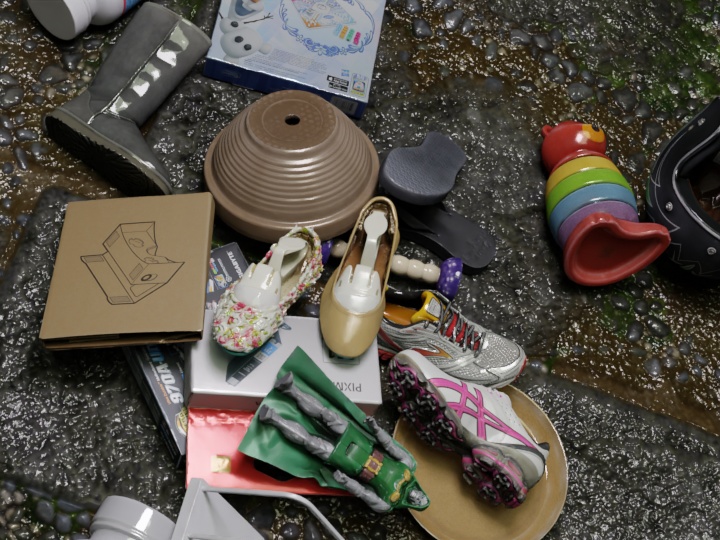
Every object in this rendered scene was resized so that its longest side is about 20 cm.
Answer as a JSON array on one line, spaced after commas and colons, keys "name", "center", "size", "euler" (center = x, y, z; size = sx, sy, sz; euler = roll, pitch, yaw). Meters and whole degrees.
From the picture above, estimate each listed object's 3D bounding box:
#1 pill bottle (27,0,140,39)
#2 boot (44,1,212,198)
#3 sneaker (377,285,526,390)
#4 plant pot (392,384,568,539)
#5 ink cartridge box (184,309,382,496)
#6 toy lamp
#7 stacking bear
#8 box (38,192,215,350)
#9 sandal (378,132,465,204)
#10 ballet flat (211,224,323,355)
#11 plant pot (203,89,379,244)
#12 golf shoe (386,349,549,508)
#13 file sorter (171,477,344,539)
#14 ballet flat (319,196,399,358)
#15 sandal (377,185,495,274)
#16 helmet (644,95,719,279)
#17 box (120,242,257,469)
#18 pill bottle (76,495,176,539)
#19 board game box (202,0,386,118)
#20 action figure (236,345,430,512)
[{"name": "pill bottle", "center": [-0.290, -0.357, 1.569], "size": [0.108, 0.109, 0.200], "euler": [40, 60, 7]}, {"name": "boot", "center": [-0.233, -0.191, 1.522], "size": [0.181, 0.073, 0.200], "euler": [37, 59, 5]}, {"name": "sneaker", "center": [0.083, 0.071, 1.449], "size": [0.198, 0.083, 0.078], "euler": [17, 48, 4]}, {"name": "plant pot", "center": [0.125, 0.209, 1.442], "size": [0.197, 0.028, 0.202], "euler": [6, 62, -12]}, {"name": "ink cartridge box", "center": [-0.077, 0.133, 1.361], "size": [0.197, 0.045, 0.178], "euler": [5, 61, -16]}, {"name": "toy lamp", "center": [0.014, -0.016, 1.510], "size": [0.198, 0.058, 0.059], "euler": [13, 60, -10]}, {"name": "stacking bear", "center": [0.268, -0.094, 1.595], "size": [0.120, 0.114, 0.202], "euler": [9, 49, -26]}, {"name": "box", "center": [-0.235, -0.003, 1.392], "size": [0.161, 0.021, 0.201], "euler": [-4, 44, 3]}, {"name": "sandal", "center": [0.072, -0.107, 1.538], "size": [0.076, 0.043, 0.200], "euler": [40, 25, 8]}, {"name": "ballet flat", "center": [-0.094, 0.011, 1.372], "size": [0.075, 0.065, 0.200], "euler": [19, 32, 10]}, {"name": "plant pot", "center": [-0.076, -0.131, 1.491], "size": [0.198, 0.093, 0.202], "euler": [1, 49, -2]}, {"name": "golf shoe", "center": [0.112, 0.152, 1.415], "size": [0.200, 0.073, 0.092], "euler": [45, 54, -2]}, {"name": "file sorter", "center": [-0.101, 0.313, 1.232], "size": [0.123, 0.139, 0.202], "euler": [-1, 56, 25]}, {"name": "ballet flat", "center": [0.000, 0.000, 1.408], "size": [0.068, 0.063, 0.201], "euler": [12, 46, 0]}, {"name": "sandal", "center": [0.068, -0.067, 1.560], "size": [0.198, 0.043, 0.077], "euler": [25, 59, -3]}, {"name": "helmet", "center": [0.427, -0.087, 1.587], "size": [0.199, 0.200, 0.192], "euler": [32, 100, 2]}, {"name": "box", "center": [-0.160, 0.085, 1.412], "size": [0.158, 0.046, 0.201], "euler": [-21, 71, -25]}, {"name": "pill bottle", "center": [-0.240, 0.315, 1.227], "size": [0.119, 0.120, 0.201], "euler": [27, 59, -1]}, {"name": "board game box", "center": [-0.074, -0.299, 1.640], "size": [0.198, 0.043, 0.201], "euler": [15, 62, -8]}, {"name": "action figure", "center": [-0.010, 0.178, 1.331], "size": [0.199, 0.055, 0.119], "euler": [36, 75, -16]}]
